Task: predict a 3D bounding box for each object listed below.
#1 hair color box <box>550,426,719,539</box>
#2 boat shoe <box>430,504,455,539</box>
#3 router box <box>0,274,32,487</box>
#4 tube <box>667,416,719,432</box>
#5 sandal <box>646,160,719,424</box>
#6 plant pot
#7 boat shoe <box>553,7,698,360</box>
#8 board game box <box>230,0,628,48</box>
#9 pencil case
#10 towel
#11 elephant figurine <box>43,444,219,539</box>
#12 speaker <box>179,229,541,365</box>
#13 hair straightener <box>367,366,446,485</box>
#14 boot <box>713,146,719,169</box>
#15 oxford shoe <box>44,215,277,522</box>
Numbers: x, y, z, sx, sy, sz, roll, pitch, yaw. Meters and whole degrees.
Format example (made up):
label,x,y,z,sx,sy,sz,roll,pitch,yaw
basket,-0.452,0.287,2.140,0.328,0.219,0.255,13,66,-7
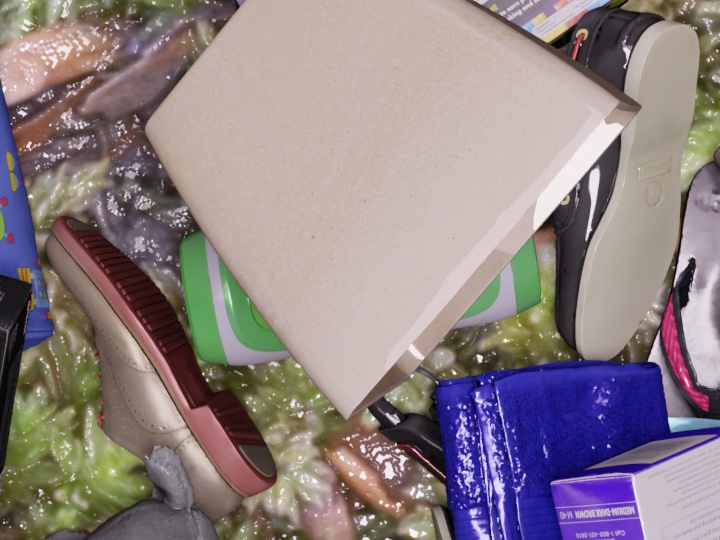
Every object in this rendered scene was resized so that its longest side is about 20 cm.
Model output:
label,x,y,z,sx,sy,sz,roll,pitch,yaw
hair color box,0.177,0.194,1.220,0.065,0.109,0.201,-13,92,45
boat shoe,0.098,0.220,1.306,0.063,0.074,0.202,-25,92,0
router box,-0.272,0.078,1.279,0.149,0.051,0.201,16,124,1
tube,0.211,0.185,1.305,0.077,0.050,0.201,2,93,-3
sandal,0.206,0.033,1.323,0.075,0.045,0.201,6,88,2
plant pot,0.009,-0.067,1.167,0.177,0.200,0.200,42,99,5
boat shoe,0.142,-0.049,1.299,0.063,0.074,0.202,21,111,40
board game box,0.032,-0.174,1.331,0.200,0.057,0.166,-33,85,0
pencil case,-0.236,-0.046,1.319,0.087,0.078,0.201,-11,87,-28
towel,0.120,0.150,1.253,0.147,0.050,0.201,-5,86,-27
elephant figurine,-0.168,0.213,1.292,0.199,0.142,0.156,-13,58,16
speaker,0.000,0.000,1.310,0.199,0.088,0.089,-10,88,1
hair straightener,0.082,0.110,1.315,0.200,0.041,0.077,44,132,8
boot,0.325,-0.076,1.303,0.186,0.064,0.200,35,79,16
oxford shoe,-0.133,0.061,1.320,0.075,0.070,0.200,-37,81,14
